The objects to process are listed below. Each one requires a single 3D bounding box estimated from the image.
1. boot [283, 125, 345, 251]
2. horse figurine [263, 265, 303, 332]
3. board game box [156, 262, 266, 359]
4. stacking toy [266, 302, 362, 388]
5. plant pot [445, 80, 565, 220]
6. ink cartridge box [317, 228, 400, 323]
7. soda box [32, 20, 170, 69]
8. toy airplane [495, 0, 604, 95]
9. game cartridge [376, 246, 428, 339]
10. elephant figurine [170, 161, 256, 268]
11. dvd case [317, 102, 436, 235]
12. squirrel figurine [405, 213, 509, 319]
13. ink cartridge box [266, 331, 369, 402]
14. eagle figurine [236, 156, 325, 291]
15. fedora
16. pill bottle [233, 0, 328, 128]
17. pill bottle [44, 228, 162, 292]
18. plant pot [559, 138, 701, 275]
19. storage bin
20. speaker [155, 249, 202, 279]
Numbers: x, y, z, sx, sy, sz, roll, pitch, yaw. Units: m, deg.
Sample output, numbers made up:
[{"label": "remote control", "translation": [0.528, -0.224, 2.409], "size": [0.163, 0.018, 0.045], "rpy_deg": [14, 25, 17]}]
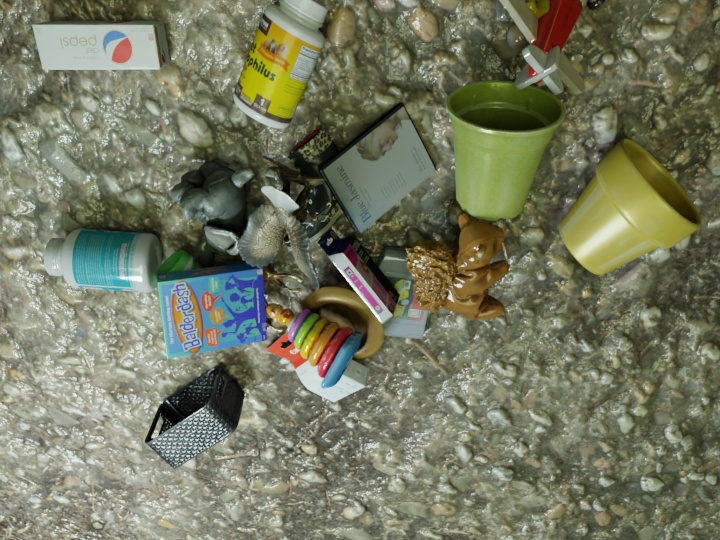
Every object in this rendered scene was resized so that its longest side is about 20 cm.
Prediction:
[{"label": "boot", "translation": [-0.096, -0.150, 1.029], "size": [0.201, 0.074, 0.155], "rpy_deg": [-37, 116, 7]}, {"label": "horse figurine", "translation": [-0.197, 0.044, 1.138], "size": [0.129, 0.050, 0.204], "rpy_deg": [24, 119, -3]}, {"label": "board game box", "translation": [-0.281, 0.073, 1.059], "size": [0.193, 0.045, 0.158], "rpy_deg": [-9, 112, -21]}, {"label": "stacking toy", "translation": [-0.102, 0.121, 1.076], "size": [0.197, 0.116, 0.112], "rpy_deg": [34, 102, 10]}, {"label": "plant pot", "translation": [0.239, -0.200, 0.968], "size": [0.192, 0.204, 0.189], "rpy_deg": [-2, 129, -1]}, {"label": "ink cartridge box", "translation": [0.000, 0.000, 1.075], "size": [0.037, 0.095, 0.201], "rpy_deg": [-37, 99, 24]}, {"label": "soda box", "translation": [-0.421, -0.371, 0.909], "size": [0.192, 0.064, 0.070], "rpy_deg": [-1, 118, -2]}, {"label": "toy airplane", "translation": [0.290, -0.377, 0.893], "size": [0.194, 0.140, 0.207], "rpy_deg": [-20, 107, -28]}, {"label": "game cartridge", "translation": [0.084, 0.051, 1.165], "size": [0.128, 0.041, 0.207], "rpy_deg": [6, 117, -1]}, {"label": "elephant figurine", "translation": [-0.255, -0.090, 1.040], "size": [0.140, 0.154, 0.204], "rpy_deg": [-36, 131, -21]}, {"label": "dvd case", "translation": [0.034, -0.185, 1.010], "size": [0.198, 0.018, 0.144], "rpy_deg": [-39, 116, -8]}, {"label": "squirrel figurine", "translation": [0.184, -0.007, 1.031], "size": [0.192, 0.145, 0.189], "rpy_deg": [-9, 147, -7]}, {"label": "ink cartridge box", "translation": [-0.099, 0.210, 1.188], "size": [0.196, 0.049, 0.160], "rpy_deg": [28, 147, -17]}, {"label": "eagle figurine", "translation": [-0.124, -0.071, 0.956], "size": [0.146, 0.151, 0.207], "rpy_deg": [7, 107, -29]}, {"label": "fedora", "translation": [-0.034, 0.094, 1.145], "size": [0.193, 0.083, 0.205], "rpy_deg": [8, 131, 9]}, {"label": "pill bottle", "translation": [-0.127, -0.349, 0.906], "size": [0.106, 0.110, 0.204], "rpy_deg": [23, 114, -14]}, {"label": "pill bottle", "translation": [-0.491, -0.020, 1.061], "size": [0.192, 0.112, 0.114], "rpy_deg": [4, 118, -5]}, {"label": "plant pot", "translation": [0.481, -0.101, 1.024], "size": [0.197, 0.204, 0.190], "rpy_deg": [29, 129, -16]}, {"label": "storage bin", "translation": [-0.364, 0.324, 1.229], "size": [0.196, 0.136, 0.095], "rpy_deg": [-32, 115, 14]}, {"label": "speaker", "translation": [-0.317, 0.058, 1.114], "size": [0.087, 0.090, 0.202], "rpy_deg": [-29, 121, 13]}]
